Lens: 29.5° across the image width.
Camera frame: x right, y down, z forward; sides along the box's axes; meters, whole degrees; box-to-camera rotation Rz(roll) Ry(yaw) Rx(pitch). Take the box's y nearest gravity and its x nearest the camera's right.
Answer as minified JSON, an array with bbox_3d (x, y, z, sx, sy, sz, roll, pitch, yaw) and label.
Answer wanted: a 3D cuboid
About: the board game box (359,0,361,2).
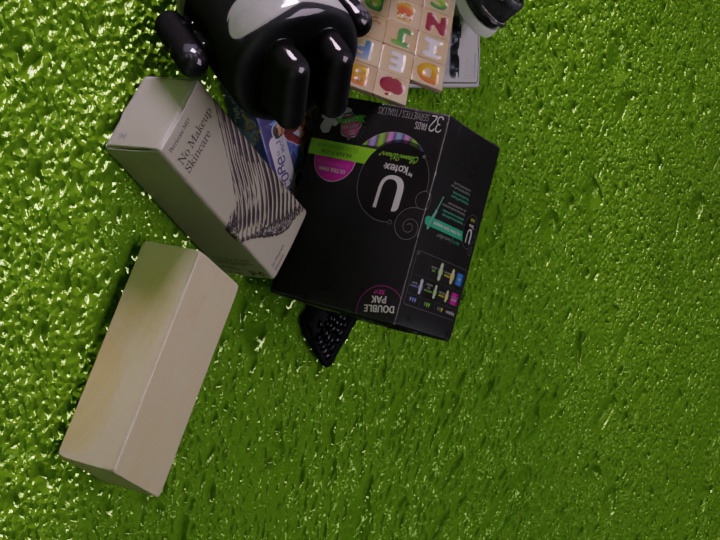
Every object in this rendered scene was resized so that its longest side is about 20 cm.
[{"bbox_3d":[-0.041,-0.366,1.278,0.200,0.041,0.200,50,50,-29],"label":"board game box"}]

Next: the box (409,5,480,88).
[{"bbox_3d":[0.055,-0.254,1.466,0.199,0.060,0.118,-12,105,-53],"label":"box"}]

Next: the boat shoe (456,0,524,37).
[{"bbox_3d":[0.121,-0.351,1.474,0.075,0.060,0.201,-5,68,-53],"label":"boat shoe"}]

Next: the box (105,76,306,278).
[{"bbox_3d":[-0.133,-0.080,1.219,0.200,0.068,0.083,50,57,-47],"label":"box"}]

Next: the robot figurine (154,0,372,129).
[{"bbox_3d":[-0.080,-0.209,1.171,0.125,0.200,0.150,-48,144,18],"label":"robot figurine"}]

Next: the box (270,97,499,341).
[{"bbox_3d":[0.025,-0.049,1.317,0.124,0.148,0.201,19,86,-59],"label":"box"}]

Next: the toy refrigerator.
[{"bbox_3d":[-0.183,0.083,1.178,0.076,0.070,0.201,46,59,-56],"label":"toy refrigerator"}]

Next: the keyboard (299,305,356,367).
[{"bbox_3d":[0.000,0.000,1.449,0.201,0.039,0.104,-62,140,-30],"label":"keyboard"}]

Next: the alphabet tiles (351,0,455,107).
[{"bbox_3d":[0.010,-0.249,1.324,0.165,0.006,0.201,19,54,-12],"label":"alphabet tiles"}]

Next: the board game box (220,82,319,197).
[{"bbox_3d":[-0.065,-0.144,1.333,0.135,0.034,0.201,-41,127,-43],"label":"board game box"}]
